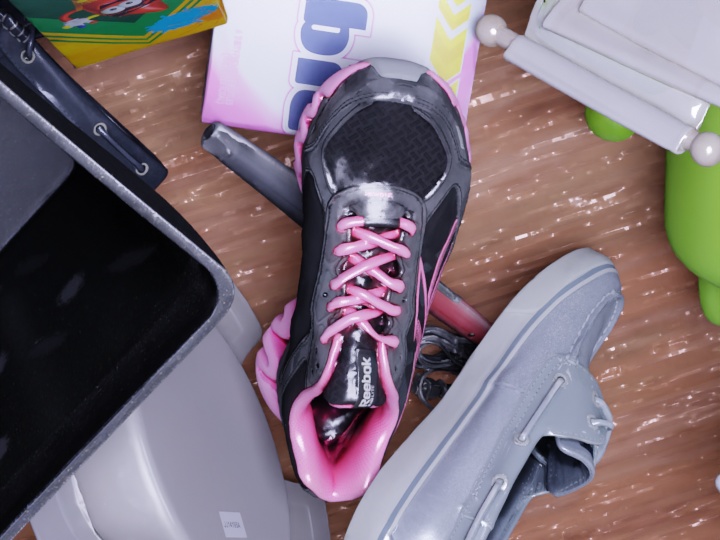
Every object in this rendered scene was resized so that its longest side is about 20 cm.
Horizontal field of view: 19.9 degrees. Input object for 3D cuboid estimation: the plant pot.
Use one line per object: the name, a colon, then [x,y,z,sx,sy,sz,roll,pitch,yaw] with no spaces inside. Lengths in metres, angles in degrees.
plant pot: [-0.188,-0.012,0.769,0.200,0.178,0.200,41,99,-19]

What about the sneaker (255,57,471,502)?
sneaker: [0.003,0.011,0.846,0.078,0.096,0.201,6,124,-6]

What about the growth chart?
growth chart: [0.147,-0.140,0.816,0.200,0.145,0.018,-49,147,3]

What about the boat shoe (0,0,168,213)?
boat shoe: [-0.151,-0.100,0.877,0.062,0.075,0.201,-34,110,-1]

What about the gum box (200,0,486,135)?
gum box: [0.001,-0.158,0.873,0.113,0.066,0.202,7,106,-5]

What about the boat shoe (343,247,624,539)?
boat shoe: [0.071,0.075,0.898,0.071,0.201,0.070,28,148,20]

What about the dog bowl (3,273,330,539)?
dog bowl: [-0.081,0.082,0.874,0.058,0.200,0.201,-21,107,17]

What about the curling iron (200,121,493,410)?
curling iron: [0.000,0.000,0.909,0.050,0.026,0.200,-45,124,2]

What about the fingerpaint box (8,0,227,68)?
fingerpaint box: [-0.118,-0.192,0.773,0.073,0.167,0.201,-17,87,0]

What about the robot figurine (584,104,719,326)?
robot figurine: [0.189,-0.067,0.878,0.115,0.175,0.201,-29,129,-37]

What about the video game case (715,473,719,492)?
video game case: [0.264,0.061,0.921,0.182,0.023,0.200,-48,142,9]
